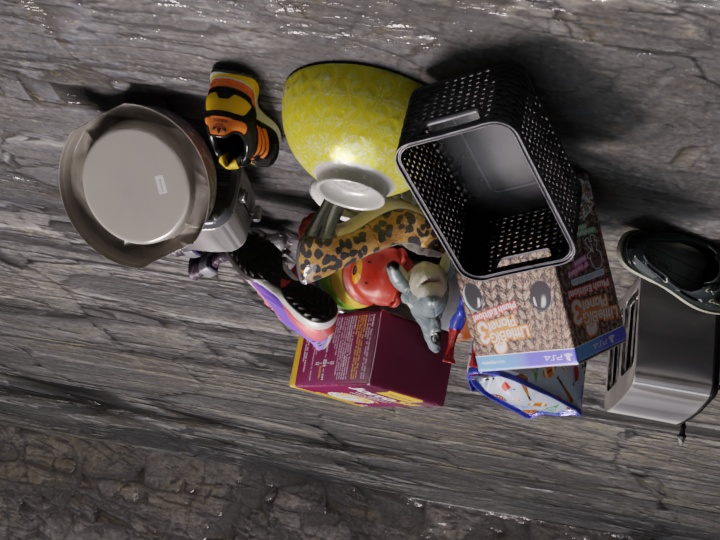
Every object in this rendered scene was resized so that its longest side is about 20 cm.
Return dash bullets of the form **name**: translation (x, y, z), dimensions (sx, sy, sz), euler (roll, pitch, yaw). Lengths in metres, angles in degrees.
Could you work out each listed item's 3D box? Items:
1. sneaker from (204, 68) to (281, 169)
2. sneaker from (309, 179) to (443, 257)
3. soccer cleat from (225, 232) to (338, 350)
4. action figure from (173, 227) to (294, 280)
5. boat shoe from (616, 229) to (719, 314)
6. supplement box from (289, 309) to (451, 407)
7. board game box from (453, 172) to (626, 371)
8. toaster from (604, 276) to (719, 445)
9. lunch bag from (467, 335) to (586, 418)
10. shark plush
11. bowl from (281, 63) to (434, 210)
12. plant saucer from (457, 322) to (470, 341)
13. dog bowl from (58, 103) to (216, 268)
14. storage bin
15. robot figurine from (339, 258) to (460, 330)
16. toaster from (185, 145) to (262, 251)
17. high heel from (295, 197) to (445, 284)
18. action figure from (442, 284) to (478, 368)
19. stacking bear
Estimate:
- **sneaker**: translation (-0.142, -0.149, 1.574), dimensions (0.069, 0.091, 0.200), euler (9, 160, 11)
- **sneaker**: translation (0.030, -0.075, 1.727), dimensions (0.198, 0.077, 0.080), euler (25, 170, -22)
- **soccer cleat**: translation (-0.108, 0.027, 1.797), dimensions (0.199, 0.068, 0.074), euler (38, 144, 26)
- **action figure**: translation (-0.179, -0.039, 1.960), dimensions (0.198, 0.070, 0.130), euler (-6, 147, 34)
- **boat shoe**: translation (0.411, 0.000, 1.664), dimensions (0.197, 0.075, 0.066), euler (26, 171, -10)
- **supplement box**: translation (0.014, 0.121, 1.842), dimensions (0.130, 0.105, 0.199), euler (19, 165, -31)
- **board game box**: translation (0.199, 0.004, 1.594), dimensions (0.096, 0.203, 0.158), euler (-18, -175, -41)
- **toaster**: translation (0.394, 0.103, 1.776), dimensions (0.117, 0.203, 0.181), euler (8, 162, 0)
- **lunch bag**: translation (0.222, 0.098, 1.923), dimensions (0.123, 0.172, 0.199), euler (-11, 151, 41)
- **shark plush**: translation (0.076, 0.052, 1.681), dimensions (0.090, 0.084, 0.201), euler (-9, 150, -14)
- **bowl**: translation (0.000, -0.131, 1.508), dimensions (0.197, 0.109, 0.201), euler (11, 161, 4)
- **plant saucer**: translation (0.094, 0.061, 2.112), dimensions (0.197, 0.033, 0.201), euler (12, 161, 4)
- **dog bowl**: translation (-0.262, -0.107, 1.652), dimensions (0.197, 0.203, 0.059), euler (8, -160, 15)
- **storage bin**: translation (0.135, -0.098, 1.415), dimensions (0.134, 0.094, 0.201), euler (-12, 130, 27)
- **robot figurine**: translation (0.063, 0.040, 1.942), dimensions (0.197, 0.115, 0.170), euler (9, -158, 13)
- **toaster**: translation (-0.227, -0.092, 1.763), dimensions (0.197, 0.115, 0.129), euler (6, 162, 15)
- **high heel**: translation (0.020, -0.020, 1.655), dimensions (0.198, 0.144, 0.071), euler (26, -177, -26)
- **action figure**: translation (0.147, 0.018, 1.702), dimensions (0.064, 0.203, 0.052), euler (10, 178, -12)
- **stacking bear**: translation (0.000, 0.000, 1.788), dimensions (0.112, 0.123, 0.199), euler (16, 178, -28)
